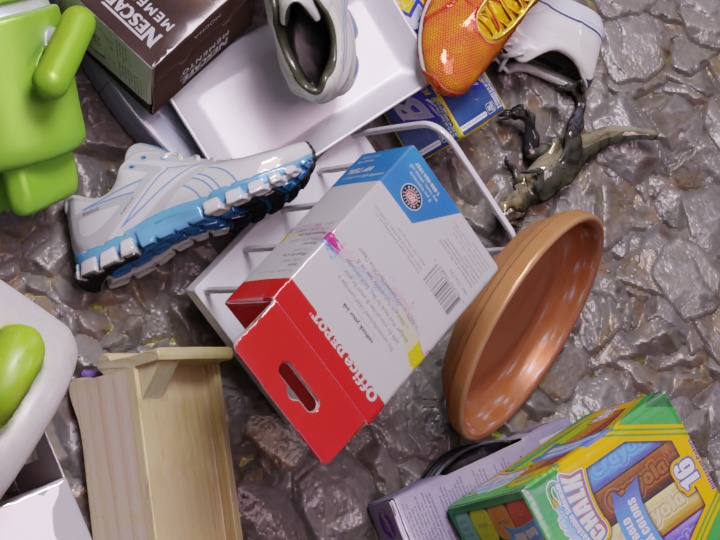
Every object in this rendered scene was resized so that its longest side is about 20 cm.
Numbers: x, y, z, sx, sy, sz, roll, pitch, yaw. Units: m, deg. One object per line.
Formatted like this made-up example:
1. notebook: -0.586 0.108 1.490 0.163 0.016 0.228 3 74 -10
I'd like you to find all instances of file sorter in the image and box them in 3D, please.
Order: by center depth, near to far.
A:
1. file sorter: 0.000 0.000 1.328 0.200 0.124 0.139 -48 115 -26

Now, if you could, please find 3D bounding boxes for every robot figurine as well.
1. robot figurine: -0.261 -0.140 1.237 0.116 0.174 0.202 -32 115 -59

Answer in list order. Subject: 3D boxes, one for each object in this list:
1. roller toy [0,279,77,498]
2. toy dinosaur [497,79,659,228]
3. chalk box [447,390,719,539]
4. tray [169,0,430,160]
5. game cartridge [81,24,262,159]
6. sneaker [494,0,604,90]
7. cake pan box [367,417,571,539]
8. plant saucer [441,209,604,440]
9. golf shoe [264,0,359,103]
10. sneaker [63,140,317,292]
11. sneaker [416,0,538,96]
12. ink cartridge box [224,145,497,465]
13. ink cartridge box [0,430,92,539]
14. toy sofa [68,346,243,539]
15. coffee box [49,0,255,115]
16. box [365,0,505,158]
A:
1. roller toy: -0.288 0.084 1.150 0.139 0.183 0.200 36 100 -15
2. toy dinosaur: 0.169 -0.109 1.500 0.199 0.047 0.089 -32 108 -29
3. chalk box: 0.157 0.198 1.321 0.199 0.125 0.125 -28 91 -30
4. tray: -0.045 -0.144 1.358 0.199 0.022 0.108 -33 93 -17
5. game cartridge: -0.121 -0.139 1.368 0.200 0.040 0.134 46 60 -10
6. sneaker: 0.123 -0.207 1.482 0.198 0.073 0.071 15 64 -24
7. cake pan box: 0.119 0.234 1.392 0.183 0.052 0.201 -22 89 -31
8. plant saucer: 0.122 0.038 1.377 0.037 0.201 0.200 30 61 22
9. golf shoe: -0.042 -0.219 1.277 0.078 0.097 0.202 -14 103 5
10. sneaker: -0.130 -0.063 1.292 0.199 0.075 0.087 -23 75 2
11. sneaker: 0.108 -0.221 1.391 0.073 0.077 0.201 42 63 -23
12. ink cartridge box: -0.009 0.024 1.204 0.200 0.067 0.117 -47 113 -26
13. ink cartridge box: -0.220 0.212 1.190 0.067 0.115 0.201 -22 88 -29
14. toy sofa: -0.140 0.157 1.273 0.082 0.097 0.202 2 76 -51
15. coffee box: -0.184 -0.229 1.295 0.200 0.080 0.113 43 70 8
16. box: 0.031 -0.193 1.430 0.064 0.070 0.201 -34 95 -41
